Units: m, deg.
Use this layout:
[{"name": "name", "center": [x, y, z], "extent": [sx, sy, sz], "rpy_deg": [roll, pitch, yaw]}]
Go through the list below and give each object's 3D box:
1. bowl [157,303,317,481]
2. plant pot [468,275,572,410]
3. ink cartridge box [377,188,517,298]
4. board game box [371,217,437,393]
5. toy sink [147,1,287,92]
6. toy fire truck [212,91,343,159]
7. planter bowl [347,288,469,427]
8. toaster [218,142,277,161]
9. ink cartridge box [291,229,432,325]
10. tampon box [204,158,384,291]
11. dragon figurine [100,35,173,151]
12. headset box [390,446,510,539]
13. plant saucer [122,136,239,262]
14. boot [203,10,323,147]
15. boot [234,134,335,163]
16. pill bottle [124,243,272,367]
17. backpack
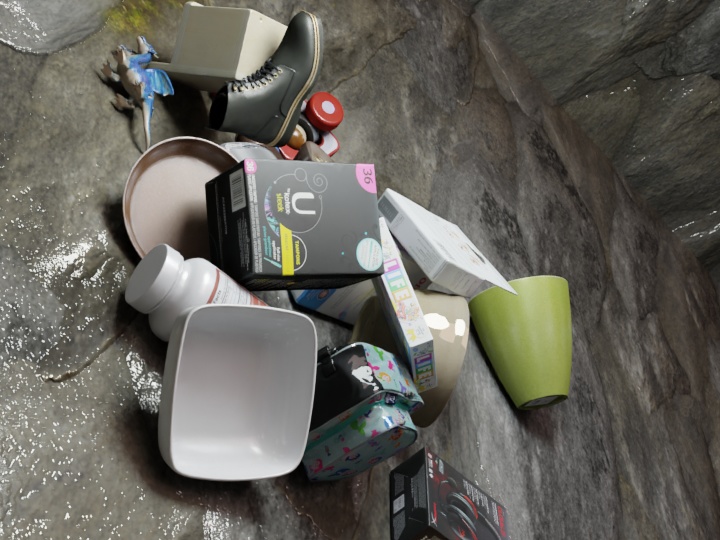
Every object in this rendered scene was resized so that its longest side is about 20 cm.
[{"name": "bowl", "center": [-0.151, 0.140, 1.464], "extent": [0.198, 0.074, 0.204], "rpy_deg": [7, 88, -39]}, {"name": "plant pot", "center": [0.300, 0.138, 2.223], "extent": [0.186, 0.185, 0.203], "rpy_deg": [14, 59, -52]}, {"name": "ink cartridge box", "center": [0.128, -0.030, 1.906], "extent": [0.173, 0.044, 0.200], "rpy_deg": [26, 19, -42]}, {"name": "board game box", "center": [0.053, 0.048, 1.696], "extent": [0.135, 0.034, 0.202], "rpy_deg": [79, -9, -59]}, {"name": "toy sink", "center": [-0.205, -0.335, 1.900], "extent": [0.130, 0.198, 0.114], "rpy_deg": [15, 88, -51]}, {"name": "toy fire truck", "center": [-0.134, -0.251, 2.068], "extent": [0.201, 0.112, 0.167], "rpy_deg": [52, 50, 1]}, {"name": "planter bowl", "center": [0.059, 0.113, 1.831], "extent": [0.133, 0.202, 0.202], "rpy_deg": [19, 35, -13]}, {"name": "toaster", "center": [-0.160, -0.108, 1.811], "extent": [0.130, 0.113, 0.199], "rpy_deg": [55, 27, 12]}, {"name": "ink cartridge box", "center": [0.000, 0.000, 1.897], "extent": [0.199, 0.145, 0.085], "rpy_deg": [24, 28, -44]}, {"name": "tampon box", "center": [-0.086, -0.057, 1.642], "extent": [0.197, 0.126, 0.152], "rpy_deg": [-1, 81, -32]}, {"name": "dragon figurine", "center": [-0.312, -0.264, 1.815], "extent": [0.099, 0.059, 0.202], "rpy_deg": [2, 54, -58]}, {"name": "headset box", "center": [0.134, 0.365, 1.742], "extent": [0.199, 0.075, 0.150], "rpy_deg": [40, 28, -24]}, {"name": "plant saucer", "center": [-0.225, -0.074, 1.656], "extent": [0.198, 0.034, 0.204], "rpy_deg": [7, 77, -29]}, {"name": "boot", "center": [-0.136, -0.278, 1.782], "extent": [0.137, 0.203, 0.077], "rpy_deg": [4, 18, -45]}, {"name": "boot", "center": [-0.106, -0.165, 1.883], "extent": [0.064, 0.200, 0.187], "rpy_deg": [-37, 91, -22]}, {"name": "pill bottle", "center": [-0.190, 0.057, 1.553], "extent": [0.199, 0.112, 0.113], "rpy_deg": [38, 29, -27]}, {"name": "backpack", "center": [-0.010, 0.181, 1.623], "extent": [0.152, 0.176, 0.200], "rpy_deg": [62, 17, 13]}]
